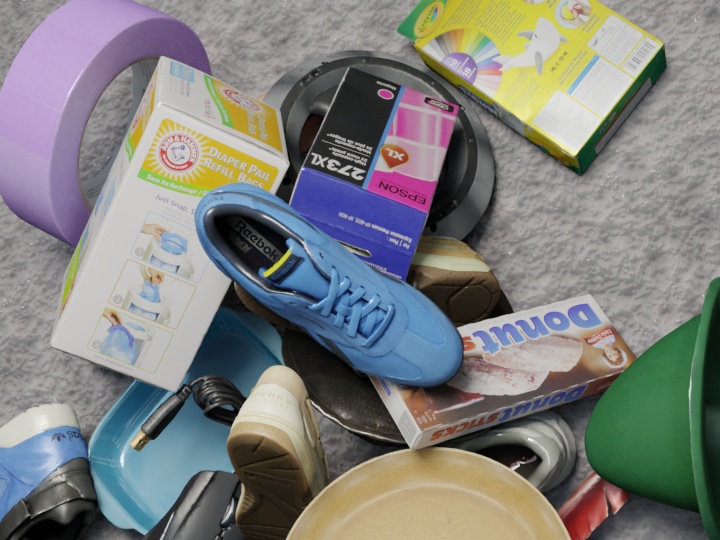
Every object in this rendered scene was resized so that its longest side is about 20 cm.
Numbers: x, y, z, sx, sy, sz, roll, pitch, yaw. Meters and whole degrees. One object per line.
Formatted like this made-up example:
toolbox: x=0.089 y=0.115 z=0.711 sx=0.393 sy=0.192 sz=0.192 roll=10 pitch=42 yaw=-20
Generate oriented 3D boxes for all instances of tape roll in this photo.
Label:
tape roll: x=-0.206 y=-0.118 z=1.010 sx=0.065 sy=0.200 sz=0.202 roll=25 pitch=81 yaw=23

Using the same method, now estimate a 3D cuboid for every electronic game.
electronic game: x=0.010 y=-0.091 z=0.980 sx=0.196 sy=0.042 sz=0.203 roll=5 pitch=61 yaw=-8

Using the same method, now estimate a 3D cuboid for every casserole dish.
casserole dish: x=-0.132 y=0.123 z=0.997 sx=0.121 sy=0.039 sz=0.201 roll=40 pitch=89 yaw=25

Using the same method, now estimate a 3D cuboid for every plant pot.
plant pot: x=0.041 y=0.207 z=0.780 sx=0.196 sy=0.028 sz=0.203 roll=-7 pitch=53 yaw=9

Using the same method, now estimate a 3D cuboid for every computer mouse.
computer mouse: x=-0.129 y=0.179 z=0.924 sx=0.200 sy=0.140 sz=0.046 roll=-48 pitch=29 yaw=-1

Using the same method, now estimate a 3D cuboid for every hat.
hat: x=0.028 y=0.073 z=0.924 sx=0.197 sy=0.082 sz=0.202 roll=6 pitch=42 yaw=-6
hat: x=0.165 y=0.105 z=0.848 sx=0.173 sy=0.166 sz=0.203 roll=-2 pitch=56 yaw=29

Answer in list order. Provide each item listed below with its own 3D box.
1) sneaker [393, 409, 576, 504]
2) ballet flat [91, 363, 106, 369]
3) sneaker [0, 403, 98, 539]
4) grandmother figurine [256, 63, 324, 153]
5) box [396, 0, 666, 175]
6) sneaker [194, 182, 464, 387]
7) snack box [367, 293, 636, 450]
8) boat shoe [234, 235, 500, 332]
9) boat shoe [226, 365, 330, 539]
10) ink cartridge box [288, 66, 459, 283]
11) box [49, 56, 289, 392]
sneaker: x=0.058 y=0.155 z=0.885 sx=0.198 sy=0.099 sz=0.079 roll=-30 pitch=80 yaw=8
ballet flat: x=-0.165 y=-0.003 z=1.031 sx=0.069 sy=0.069 sz=0.202 roll=32 pitch=88 yaw=24
sneaker: x=-0.294 y=0.204 z=0.995 sx=0.198 sy=0.077 sz=0.112 roll=-32 pitch=64 yaw=14
grandmother figurine: x=-0.113 y=-0.096 z=1.010 sx=0.199 sy=0.061 sz=0.121 roll=-35 pitch=66 yaw=-22
box: x=0.134 y=-0.181 z=1.003 sx=0.199 sy=0.048 sz=0.118 roll=40 pitch=88 yaw=22
sneaker: x=-0.021 y=0.016 z=0.782 sx=0.199 sy=0.078 sz=0.066 roll=35 pitch=96 yaw=-4
snack box: x=0.103 y=0.068 z=0.874 sx=0.197 sy=0.025 sz=0.072 roll=-12 pitch=53 yaw=-30
boat shoe: x=0.000 y=0.000 z=0.889 sx=0.077 sy=0.197 sz=0.072 roll=-112 pitch=37 yaw=-46
boat shoe: x=-0.052 y=0.142 z=0.877 sx=0.071 sy=0.201 sz=0.066 roll=9 pitch=53 yaw=12
ink cartridge box: x=0.010 y=-0.074 z=0.889 sx=0.093 sy=0.037 sz=0.201 roll=20 pitch=40 yaw=0
box: x=-0.139 y=-0.035 z=0.903 sx=0.202 sy=0.100 sz=0.113 roll=-61 pitch=19 yaw=21
